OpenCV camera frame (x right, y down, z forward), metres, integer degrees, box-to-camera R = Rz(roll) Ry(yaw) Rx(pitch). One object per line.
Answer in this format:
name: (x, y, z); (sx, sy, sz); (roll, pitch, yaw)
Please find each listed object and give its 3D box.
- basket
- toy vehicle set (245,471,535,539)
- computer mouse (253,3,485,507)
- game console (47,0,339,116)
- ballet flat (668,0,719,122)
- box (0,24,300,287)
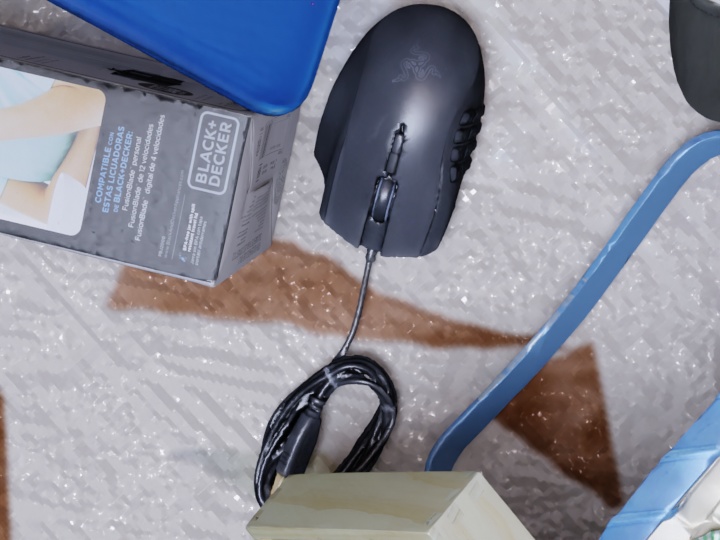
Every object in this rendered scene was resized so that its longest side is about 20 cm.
basket: (0.135, 0.068, 0.754); (0.177, 0.139, 0.200); (-53, 53, 7)
toy vehicle set: (0.057, 0.148, 0.743); (0.027, 0.124, 0.200); (-47, 109, -25)
computer mouse: (0.000, 0.000, 0.807); (0.058, 0.034, 0.201); (15, 96, 4)
game console: (-0.093, -0.153, 0.764); (0.170, 0.118, 0.201); (-4, 54, 32)
ballet flat: (0.147, -0.151, 0.759); (0.068, 0.068, 0.201); (24, 95, 34)
box: (-0.129, -0.053, 0.778); (0.199, 0.117, 0.060); (14, 99, 4)
